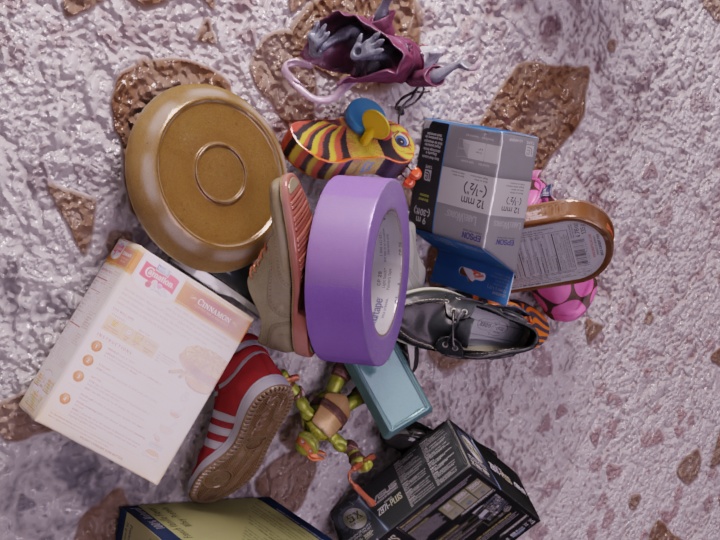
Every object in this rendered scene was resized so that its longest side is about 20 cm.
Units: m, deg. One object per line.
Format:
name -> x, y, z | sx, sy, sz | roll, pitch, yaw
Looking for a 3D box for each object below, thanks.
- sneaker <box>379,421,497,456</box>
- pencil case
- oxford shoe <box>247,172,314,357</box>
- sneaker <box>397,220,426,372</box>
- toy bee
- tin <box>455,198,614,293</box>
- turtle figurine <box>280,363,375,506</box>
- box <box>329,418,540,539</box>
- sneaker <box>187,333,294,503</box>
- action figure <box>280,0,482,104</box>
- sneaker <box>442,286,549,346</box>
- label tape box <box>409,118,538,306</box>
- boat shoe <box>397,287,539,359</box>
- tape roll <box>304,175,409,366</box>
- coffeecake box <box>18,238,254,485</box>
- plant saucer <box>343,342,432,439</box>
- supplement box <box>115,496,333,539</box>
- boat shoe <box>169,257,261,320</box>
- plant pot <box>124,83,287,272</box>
sneaker -> 0.097, 0.243, 1.570 | 0.199, 0.075, 0.080 | 24, 90, -38
pencil case -> 0.242, -0.030, 1.603 | 0.094, 0.090, 0.201 | -57, 131, -32
oxford shoe -> -0.086, -0.003, 1.273 | 0.071, 0.073, 0.202 | -53, 144, -64
sneaker -> 0.050, 0.033, 1.482 | 0.079, 0.074, 0.202 | -22, 114, -36
toy bee -> 0.018, -0.139, 1.375 | 0.199, 0.131, 0.109 | -28, 73, -13
tin -> 0.214, -0.028, 1.524 | 0.042, 0.198, 0.113 | -77, 152, -53
turtle figurine -> -0.025, 0.169, 1.458 | 0.200, 0.064, 0.162 | 44, 66, -9
box -> 0.092, 0.306, 1.526 | 0.200, 0.086, 0.164 | -41, 128, 13
sneaker -> -0.149, 0.161, 1.378 | 0.071, 0.113, 0.201 | 8, 127, -40
action figure -> 0.033, -0.230, 1.379 | 0.149, 0.134, 0.200 | -46, 161, 23
sneaker -> 0.191, 0.077, 1.572 | 0.199, 0.112, 0.078 | 12, 95, -38
label tape box -> 0.126, -0.072, 1.463 | 0.066, 0.143, 0.202 | 5, 99, -38
boat shoe -> 0.122, 0.068, 1.440 | 0.198, 0.066, 0.075 | 15, 93, -25
tape roll -> 0.000, 0.000, 1.325 | 0.200, 0.065, 0.202 | 5, 90, -74
coffeecake box -> -0.229, 0.093, 1.274 | 0.153, 0.073, 0.201 | 35, 81, -29
plant saucer -> 0.012, 0.093, 1.438 | 0.070, 0.019, 0.201 | -29, 90, -15
supplement box -> -0.140, 0.348, 1.338 | 0.199, 0.199, 0.136 | 4, 99, -38
boat shoe -> -0.115, 0.015, 1.349 | 0.200, 0.075, 0.061 | 35, 86, -38
plant pot -> -0.150, -0.099, 1.281 | 0.199, 0.027, 0.202 | 8, 77, -37
